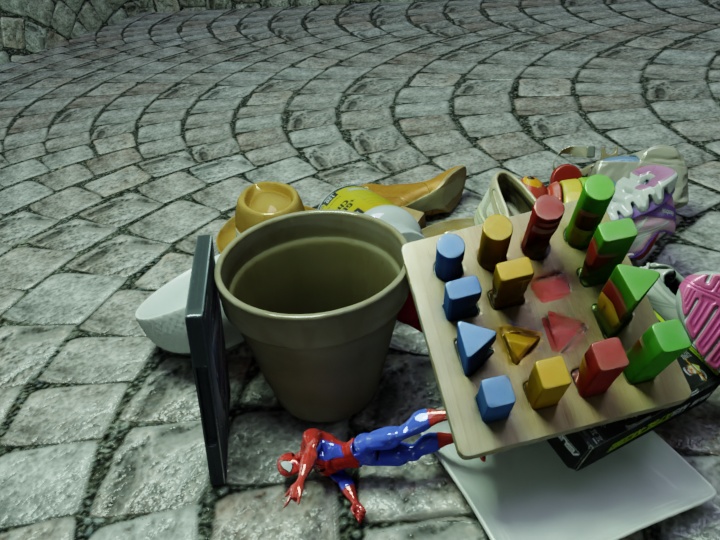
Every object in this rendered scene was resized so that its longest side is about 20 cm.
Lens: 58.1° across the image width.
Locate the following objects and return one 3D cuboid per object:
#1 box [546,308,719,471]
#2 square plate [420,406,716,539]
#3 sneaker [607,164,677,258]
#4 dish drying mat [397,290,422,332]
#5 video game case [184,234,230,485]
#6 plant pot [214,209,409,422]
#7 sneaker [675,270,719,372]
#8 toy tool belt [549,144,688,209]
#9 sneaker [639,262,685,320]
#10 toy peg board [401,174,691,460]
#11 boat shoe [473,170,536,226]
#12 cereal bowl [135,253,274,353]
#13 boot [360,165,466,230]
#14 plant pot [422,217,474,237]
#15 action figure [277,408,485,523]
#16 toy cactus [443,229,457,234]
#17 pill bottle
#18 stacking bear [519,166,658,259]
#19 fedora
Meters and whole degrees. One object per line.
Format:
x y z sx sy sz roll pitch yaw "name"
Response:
0.217 0.072 0.640 0.191 0.048 0.201 -14 50 -30 "box"
0.178 0.176 0.603 0.196 0.029 0.200 -16 34 -15 "square plate"
0.293 -0.043 0.776 0.198 0.089 0.081 -27 22 3 "sneaker"
0.000 0.000 0.768 0.018 0.078 0.199 -28 44 -36 "dish drying mat"
-0.148 0.087 0.645 0.019 0.202 0.143 -4 31 -7 "video game case"
-0.043 0.059 0.690 0.197 0.176 0.201 -2 32 2 "plant pot"
0.377 0.072 0.631 0.081 0.200 0.088 -47 9 13 "sneaker"
0.380 -0.128 0.982 0.197 0.127 0.123 2 2 8 "toy tool belt"
0.329 0.022 0.767 0.199 0.082 0.075 23 44 41 "sneaker"
0.151 0.025 0.539 0.196 0.098 0.202 -13 63 -2 "toy peg board"
0.179 -0.023 0.649 0.071 0.066 0.201 -6 44 -20 "boat shoe"
-0.170 0.041 0.806 0.198 0.084 0.200 -24 17 7 "cereal bowl"
0.073 -0.126 1.057 0.143 0.071 0.201 19 45 31 "boot"
0.157 -0.016 0.911 0.197 0.028 0.201 -6 32 4 "plant pot"
0.009 0.181 0.581 0.197 0.066 0.100 -13 34 19 "action figure"
0.139 0.025 0.750 0.198 0.103 0.166 -16 68 -28 "toy cactus"
0.017 -0.041 0.875 0.111 0.113 0.200 -18 25 -17 "pill bottle"
0.286 -0.079 0.879 0.197 0.115 0.122 6 34 5 "stacking bear"
-0.142 -0.086 1.026 0.197 0.083 0.202 -5 32 3 "fedora"
